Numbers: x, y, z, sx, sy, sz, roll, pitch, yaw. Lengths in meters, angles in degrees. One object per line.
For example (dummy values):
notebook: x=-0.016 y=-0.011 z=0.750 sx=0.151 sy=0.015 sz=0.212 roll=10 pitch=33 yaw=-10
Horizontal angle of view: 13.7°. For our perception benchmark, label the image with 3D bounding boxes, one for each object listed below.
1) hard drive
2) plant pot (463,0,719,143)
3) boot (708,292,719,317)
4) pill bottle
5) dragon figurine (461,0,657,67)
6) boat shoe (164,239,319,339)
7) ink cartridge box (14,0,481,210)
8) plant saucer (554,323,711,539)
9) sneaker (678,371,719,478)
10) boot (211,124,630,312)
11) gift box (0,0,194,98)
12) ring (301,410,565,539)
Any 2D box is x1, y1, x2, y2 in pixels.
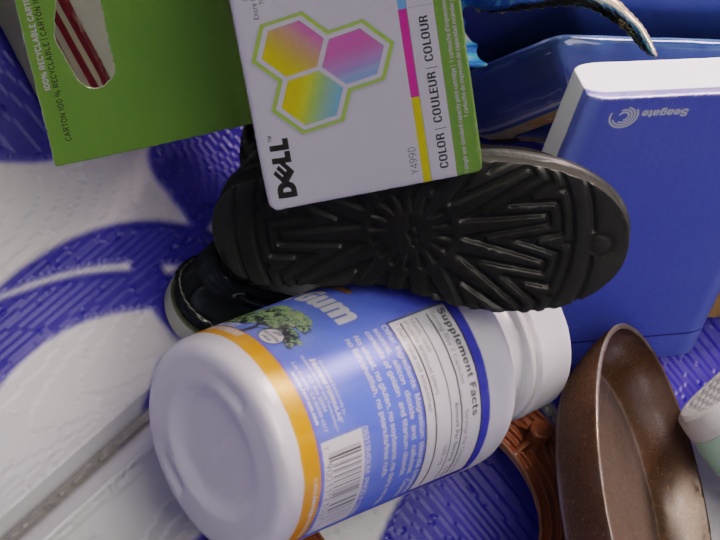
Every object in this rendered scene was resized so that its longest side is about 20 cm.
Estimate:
hard drive: x=0.142 y=-0.027 z=1.541 sx=0.131 sy=0.201 sz=0.025 roll=-4 pitch=48 yaw=-23
plant pot: x=0.148 y=-0.164 z=1.601 sx=0.199 sy=0.200 sz=0.181 roll=1 pitch=84 yaw=-20
boot: x=0.223 y=-0.016 z=1.672 sx=0.199 sy=0.074 sz=0.076 roll=-1 pitch=102 yaw=-22
pill bottle: x=0.005 y=0.058 z=1.478 sx=0.199 sy=0.112 sz=0.113 roll=-21 pitch=85 yaw=-36
dragon figurine: x=0.043 y=-0.137 z=1.455 sx=0.200 sy=0.059 sz=0.100 roll=32 pitch=101 yaw=-28
boat shoe: x=-0.001 y=-0.002 z=1.561 sx=0.198 sy=0.066 sz=0.075 roll=0 pitch=57 yaw=-19
ink cartridge box: x=-0.054 y=-0.104 z=1.372 sx=0.199 sy=0.148 sz=0.076 roll=-11 pitch=37 yaw=-1
plant saucer: x=0.141 y=0.129 z=1.553 sx=0.034 sy=0.200 sz=0.201 roll=-13 pitch=79 yaw=20
sneaker: x=0.271 y=0.075 z=1.659 sx=0.200 sy=0.074 sz=0.119 roll=-37 pitch=100 yaw=-28
boot: x=0.034 y=-0.056 z=1.489 sx=0.210 sy=0.080 sz=0.158 roll=6 pitch=29 yaw=7
gift box: x=-0.118 y=-0.197 z=1.494 sx=0.200 sy=0.184 sz=0.188 roll=-32 pitch=101 yaw=-31
ring: x=0.033 y=0.114 z=1.532 sx=0.199 sy=0.019 sz=0.201 roll=12 pitch=47 yaw=-13
